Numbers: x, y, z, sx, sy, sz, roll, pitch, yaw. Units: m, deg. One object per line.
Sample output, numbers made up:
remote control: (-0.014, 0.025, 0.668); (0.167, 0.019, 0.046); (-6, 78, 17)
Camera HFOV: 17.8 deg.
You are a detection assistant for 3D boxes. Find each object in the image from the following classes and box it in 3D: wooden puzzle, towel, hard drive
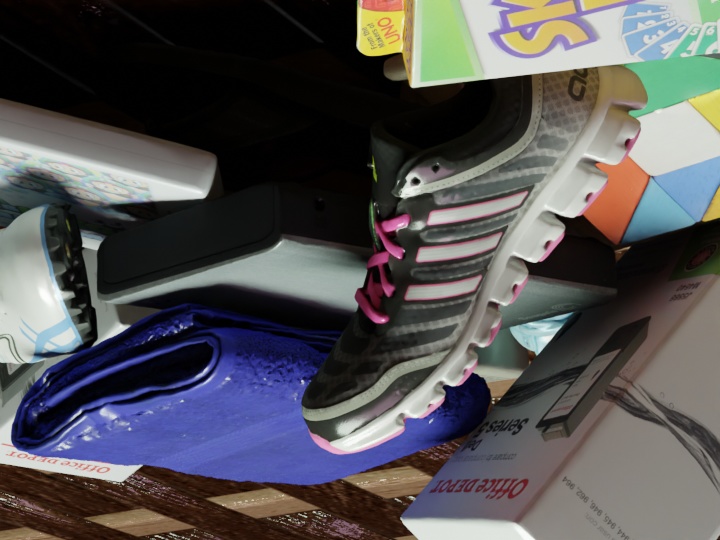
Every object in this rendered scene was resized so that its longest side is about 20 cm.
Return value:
wooden puzzle: (0.138, -0.067, 1.000); (0.185, 0.037, 0.200); (-18, 146, 34)
towel: (-0.050, 0.060, 1.108); (0.148, 0.050, 0.200); (-21, 157, 38)
hard drive: (0.000, 0.000, 1.058); (0.200, 0.033, 0.140); (9, 164, -39)

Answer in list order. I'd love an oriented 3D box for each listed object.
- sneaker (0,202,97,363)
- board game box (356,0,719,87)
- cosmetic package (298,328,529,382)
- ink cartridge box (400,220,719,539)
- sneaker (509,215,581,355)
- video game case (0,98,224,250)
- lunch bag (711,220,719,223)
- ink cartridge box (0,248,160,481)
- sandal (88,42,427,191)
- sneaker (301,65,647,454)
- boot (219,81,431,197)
sneaker: (-0.168, 0.011, 1.100); (0.072, 0.072, 0.200); (-10, 175, -15)
board game box: (0.098, -0.118, 0.861); (0.200, 0.030, 0.096); (-5, 141, -4)
cosmetic package: (0.027, 0.029, 1.275); (0.103, 0.073, 0.200); (-8, 176, 11)
ink cartridge box: (0.131, 0.075, 1.098); (0.084, 0.200, 0.145); (45, 162, -10)
sneaker: (0.108, 0.011, 1.219); (0.074, 0.082, 0.200); (-14, 177, 10)
video game case: (-0.160, -0.046, 1.076); (0.200, 0.024, 0.182); (14, 168, 3)
lunch bag: (0.226, -0.041, 1.170); (0.160, 0.076, 0.200); (5, 159, -13)
ink cartridge box: (-0.158, 0.065, 1.363); (0.116, 0.067, 0.200); (14, 140, -40)
sandal: (-0.042, -0.061, 1.031); (0.200, 0.048, 0.075); (14, 162, 25)
sneaker: (0.026, -0.019, 0.938); (0.087, 0.200, 0.074); (34, -172, -19)
boot: (-0.015, -0.046, 1.139); (0.200, 0.066, 0.175); (-9, 160, 21)
